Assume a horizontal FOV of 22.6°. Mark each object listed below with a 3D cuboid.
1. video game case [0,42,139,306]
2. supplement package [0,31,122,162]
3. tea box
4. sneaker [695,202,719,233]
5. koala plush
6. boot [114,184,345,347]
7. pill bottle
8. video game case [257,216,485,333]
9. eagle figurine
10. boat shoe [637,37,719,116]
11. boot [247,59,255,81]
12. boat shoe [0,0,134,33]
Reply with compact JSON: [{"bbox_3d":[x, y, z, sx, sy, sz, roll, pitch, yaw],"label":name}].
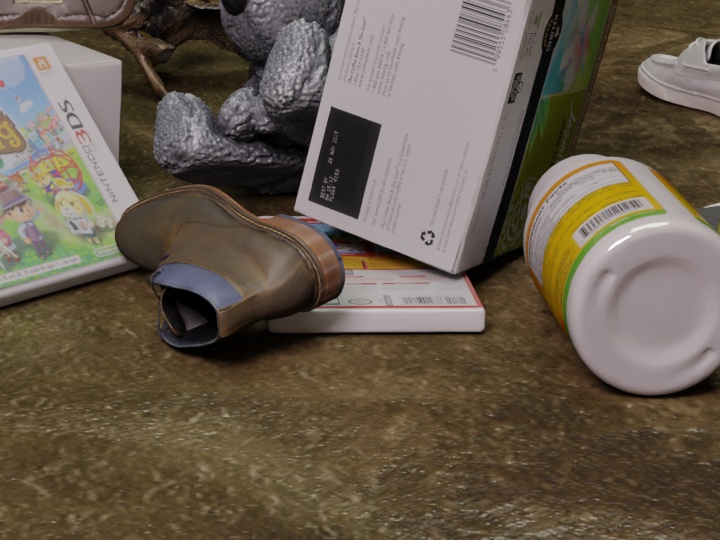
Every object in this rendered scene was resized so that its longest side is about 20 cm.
[{"bbox_3d":[-0.251,-0.064,1.216,0.199,0.022,0.183,-18,71,-44],"label":"video game case"},{"bbox_3d":[-0.289,-0.122,1.404,0.121,0.120,0.200,-10,22,-38],"label":"supplement package"},{"bbox_3d":[0.072,-0.124,1.278,0.133,0.201,0.197,22,19,21],"label":"tea box"},{"bbox_3d":[0.250,0.007,1.169,0.084,0.075,0.200,-8,22,-25],"label":"sneaker"},{"bbox_3d":[-0.057,-0.177,1.409,0.177,0.201,0.183,-25,-24,37],"label":"koala plush"},{"bbox_3d":[-0.113,-0.003,1.146,0.199,0.075,0.097,10,28,42],"label":"boot"},{"bbox_3d":[0.166,-0.008,1.148,0.110,0.112,0.200,0,19,-7],"label":"pill bottle"},{"bbox_3d":[0.000,0.000,1.247,0.142,0.018,0.200,0,20,-7],"label":"video game case"},{"bbox_3d":[-0.169,-0.254,1.797,0.200,0.153,0.151,-24,11,-42],"label":"eagle figurine"},{"bbox_3d":[0.346,-0.193,1.761,0.072,0.069,0.200,-7,21,-25],"label":"boat shoe"},{"bbox_3d":[0.015,-0.186,1.687,0.157,0.080,0.211,20,25,41],"label":"boot"},{"bbox_3d":[-0.280,-0.218,1.422,0.199,0.072,0.076,8,2,-12],"label":"boat shoe"}]
